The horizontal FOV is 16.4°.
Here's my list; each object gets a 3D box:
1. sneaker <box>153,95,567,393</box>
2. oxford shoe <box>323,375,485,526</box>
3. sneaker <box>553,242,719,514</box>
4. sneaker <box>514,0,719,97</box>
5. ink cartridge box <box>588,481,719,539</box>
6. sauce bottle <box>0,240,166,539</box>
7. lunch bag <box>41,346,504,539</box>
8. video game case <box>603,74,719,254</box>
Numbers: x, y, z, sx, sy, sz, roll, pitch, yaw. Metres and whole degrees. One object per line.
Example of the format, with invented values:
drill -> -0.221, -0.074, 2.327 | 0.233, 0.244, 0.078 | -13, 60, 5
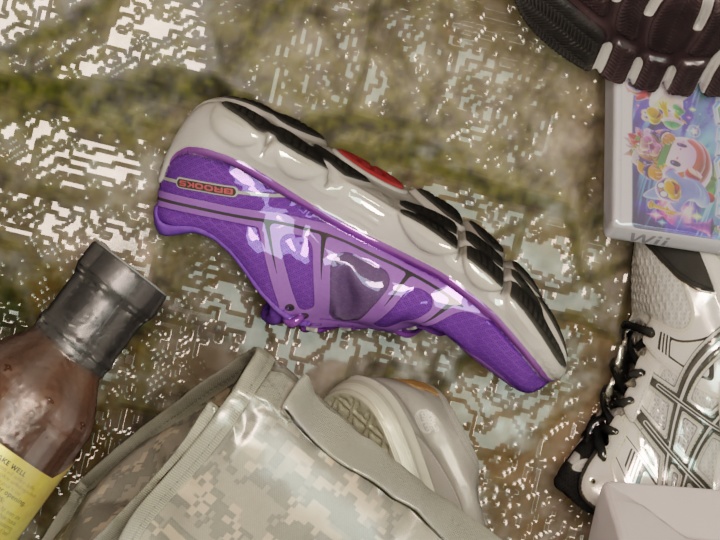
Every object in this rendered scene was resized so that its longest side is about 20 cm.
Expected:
sneaker -> 0.000, 0.000, 1.105 | 0.199, 0.081, 0.084 | 30, 104, -3
oxford shoe -> 0.036, 0.137, 1.115 | 0.058, 0.075, 0.201 | -23, 100, -44
sneaker -> 0.129, 0.073, 1.119 | 0.087, 0.076, 0.202 | -5, 93, -10
sneaker -> 0.161, -0.137, 1.103 | 0.199, 0.076, 0.116 | 14, 53, -13
ink cartridge box -> 0.146, 0.196, 1.095 | 0.116, 0.068, 0.201 | 5, 119, -9
sauce bottle -> -0.157, 0.078, 1.075 | 0.065, 0.065, 0.200 | 39, 87, -9
lunch bag -> -0.034, 0.132, 1.024 | 0.164, 0.200, 0.118 | 38, 47, -10
video game case -> 0.206, -0.067, 1.123 | 0.199, 0.018, 0.144 | 8, 65, -10
